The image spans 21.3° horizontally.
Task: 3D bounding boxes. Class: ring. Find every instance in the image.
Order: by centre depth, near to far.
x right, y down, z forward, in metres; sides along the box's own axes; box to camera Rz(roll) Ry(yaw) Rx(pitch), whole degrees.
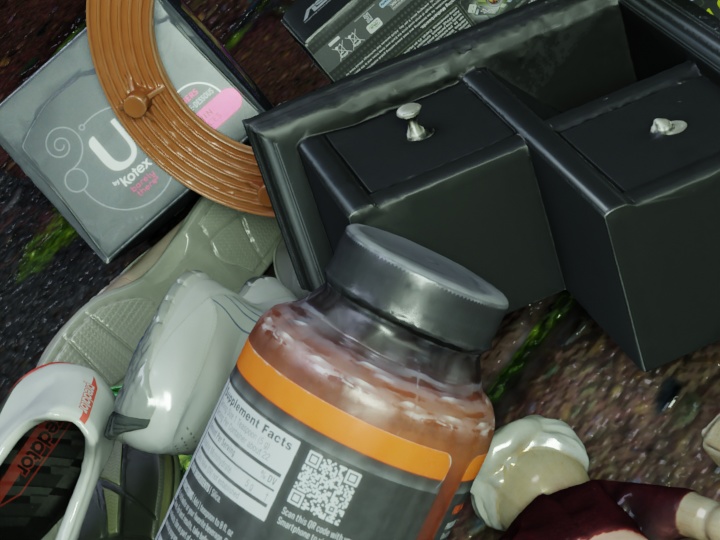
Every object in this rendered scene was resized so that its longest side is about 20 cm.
[{"bbox_3d":[-0.042,-0.116,0.950,0.200,0.201,0.019,-28,18,22],"label":"ring"}]

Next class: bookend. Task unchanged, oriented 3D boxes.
[{"bbox_3d":[0.076,-0.029,0.807,0.199,0.093,0.199,-22,29,-7],"label":"bookend"}]

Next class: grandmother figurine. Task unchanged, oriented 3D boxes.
[{"bbox_3d":[0.085,0.117,0.712,0.120,0.061,0.200,-14,27,-7],"label":"grandmother figurine"}]

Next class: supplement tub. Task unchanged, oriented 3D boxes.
[{"bbox_3d":[-0.014,0.086,0.749,0.201,0.106,0.107,-64,29,8],"label":"supplement tub"}]

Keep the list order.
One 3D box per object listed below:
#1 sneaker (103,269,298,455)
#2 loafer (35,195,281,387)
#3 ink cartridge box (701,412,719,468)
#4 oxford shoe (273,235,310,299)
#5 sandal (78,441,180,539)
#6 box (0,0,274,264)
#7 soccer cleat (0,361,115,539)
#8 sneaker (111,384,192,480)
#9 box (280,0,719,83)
[{"bbox_3d":[-0.044,0.047,0.839,0.075,0.087,0.200,-64,-15,15],"label":"sneaker"},{"bbox_3d":[-0.114,0.025,1.065,0.200,0.072,0.063,-48,13,-23],"label":"loafer"},{"bbox_3d":[0.237,0.031,0.619,0.200,0.075,0.165,-46,28,-7],"label":"ink cartridge box"},{"bbox_3d":[0.000,0.000,0.960,0.075,0.058,0.200,-46,28,-2],"label":"oxford shoe"},{"bbox_3d":[-0.111,0.168,0.865,0.079,0.057,0.202,0,63,26],"label":"sandal"},{"bbox_3d":[-0.124,-0.087,1.099,0.122,0.106,0.200,-41,4,3],"label":"box"},{"bbox_3d":[-0.166,0.131,0.821,0.201,0.068,0.085,-59,11,4],"label":"soccer cleat"},{"bbox_3d":[-0.105,0.085,0.944,0.200,0.084,0.074,-50,30,-15],"label":"sneaker"},{"bbox_3d":[0.086,-0.123,0.916,0.200,0.160,0.044,-41,31,2],"label":"box"}]
